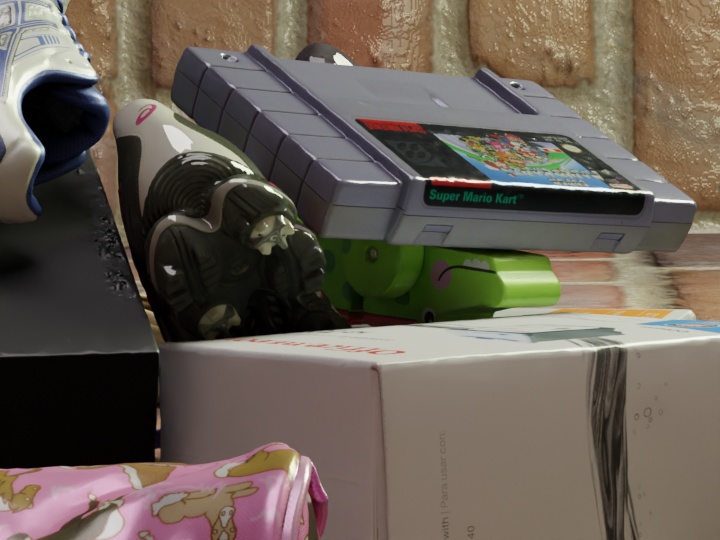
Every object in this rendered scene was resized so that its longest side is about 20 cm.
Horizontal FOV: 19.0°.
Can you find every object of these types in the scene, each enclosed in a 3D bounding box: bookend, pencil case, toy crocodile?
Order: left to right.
[{"bbox_3d":[-0.189,0.030,0.812,0.199,0.092,0.199,-2,25,-15],"label":"bookend"},{"bbox_3d":[-0.106,0.085,0.542,0.199,0.083,0.087,-1,5,7],"label":"pencil case"},{"bbox_3d":[0.000,0.000,0.930,0.200,0.062,0.067,9,8,42],"label":"toy crocodile"}]

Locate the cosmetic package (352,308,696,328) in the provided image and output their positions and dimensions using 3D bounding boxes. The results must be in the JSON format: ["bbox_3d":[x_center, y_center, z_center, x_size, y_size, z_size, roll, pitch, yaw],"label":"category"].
[{"bbox_3d":[0.049,0.055,0.990,0.199,0.072,0.101,0,4,17],"label":"cosmetic package"}]

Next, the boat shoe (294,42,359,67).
[{"bbox_3d":[0.019,-0.031,1.035,0.072,0.065,0.200,-10,-40,29],"label":"boat shoe"}]

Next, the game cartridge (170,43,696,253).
[{"bbox_3d":[0.035,-0.051,0.906,0.199,0.039,0.130,1,24,-39],"label":"game cartridge"}]

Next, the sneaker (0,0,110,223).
[{"bbox_3d":[-0.138,-0.070,0.858,0.088,0.075,0.200,13,33,4],"label":"sneaker"}]

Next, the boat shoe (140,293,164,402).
[{"bbox_3d":[-0.062,0.040,1.214,0.199,0.069,0.074,0,5,27],"label":"boat shoe"}]

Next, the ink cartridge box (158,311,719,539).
[{"bbox_3d":[0.046,0.063,0.782,0.199,0.086,0.146,-1,2,-36],"label":"ink cartridge box"}]

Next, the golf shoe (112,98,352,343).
[{"bbox_3d":[-0.048,0.013,0.860,0.077,0.200,0.088,-27,52,-13],"label":"golf shoe"}]

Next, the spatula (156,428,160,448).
[{"bbox_3d":[-0.139,0.077,1.066,0.056,0.021,0.200,-5,5,-32],"label":"spatula"}]
